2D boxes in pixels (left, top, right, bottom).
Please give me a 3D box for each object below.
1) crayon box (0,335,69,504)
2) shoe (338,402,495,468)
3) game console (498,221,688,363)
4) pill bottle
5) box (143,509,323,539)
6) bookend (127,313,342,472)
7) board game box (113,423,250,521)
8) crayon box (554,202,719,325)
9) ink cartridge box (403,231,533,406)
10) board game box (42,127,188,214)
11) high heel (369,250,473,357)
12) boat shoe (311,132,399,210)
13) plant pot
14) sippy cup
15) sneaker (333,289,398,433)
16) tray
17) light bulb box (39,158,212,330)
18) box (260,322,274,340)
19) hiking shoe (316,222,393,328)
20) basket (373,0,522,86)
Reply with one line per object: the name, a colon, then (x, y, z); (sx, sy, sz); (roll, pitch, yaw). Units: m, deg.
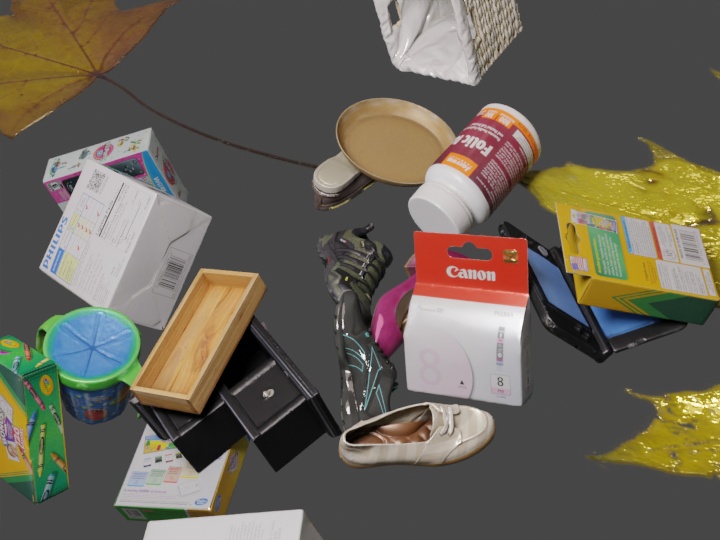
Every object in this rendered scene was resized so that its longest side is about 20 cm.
crayon box: (-0.466, 0.205, 1.437); (0.118, 0.203, 0.058); (20, 29, 38)
shoe: (0.069, 0.201, 1.267); (0.196, 0.054, 0.071); (-10, 53, -2)
game console: (0.292, 0.004, 1.326); (0.116, 0.175, 0.201); (-44, 38, 23)
pill bottle: (0.165, -0.138, 1.513); (0.113, 0.115, 0.200); (23, 62, 39)
box: (-0.134, 0.358, 1.167); (0.197, 0.153, 0.107); (-8, 47, 18)
bookend: (-0.163, 0.185, 1.327); (0.199, 0.093, 0.199); (-37, 45, -9)
board game box: (-0.228, 0.241, 1.403); (0.151, 0.041, 0.202); (-2, 49, 24)
crayon box: (0.333, -0.009, 1.292); (0.197, 0.052, 0.127); (10, 45, -8)
ink cartridge box: (0.131, 0.060, 1.294); (0.160, 0.203, 0.057); (5, 23, 30)
board game box: (-0.415, -0.143, 1.773); (0.197, 0.149, 0.065); (-16, 42, 11)
high heel: (0.084, 0.049, 1.418); (0.095, 0.068, 0.201); (1, 39, 33)
boat shoe: (-0.002, -0.160, 1.644); (0.071, 0.060, 0.199); (35, 50, 21)
plant pot: (0.056, -0.197, 1.632); (0.196, 0.028, 0.202); (8, 47, -8)
sippy cup: (-0.380, 0.145, 1.485); (0.138, 0.131, 0.179); (-12, 51, -21)
sneaker: (0.008, 0.124, 1.347); (0.078, 0.075, 0.204); (-7, 80, 3)
tray: (-0.207, 0.088, 1.345); (0.097, 0.037, 0.202); (4, 52, 30)
light bulb box: (-0.368, -0.042, 1.623); (0.199, 0.124, 0.201); (26, 92, 40)
box: (-0.116, 0.154, 1.431); (0.038, 0.042, 0.201); (-28, 45, -1)
hiking shoe: (0.000, 0.000, 1.493); (0.100, 0.076, 0.201); (-26, 43, 6)
basket: (0.144, -0.451, 1.761); (0.198, 0.200, 0.161); (21, 56, 39)
